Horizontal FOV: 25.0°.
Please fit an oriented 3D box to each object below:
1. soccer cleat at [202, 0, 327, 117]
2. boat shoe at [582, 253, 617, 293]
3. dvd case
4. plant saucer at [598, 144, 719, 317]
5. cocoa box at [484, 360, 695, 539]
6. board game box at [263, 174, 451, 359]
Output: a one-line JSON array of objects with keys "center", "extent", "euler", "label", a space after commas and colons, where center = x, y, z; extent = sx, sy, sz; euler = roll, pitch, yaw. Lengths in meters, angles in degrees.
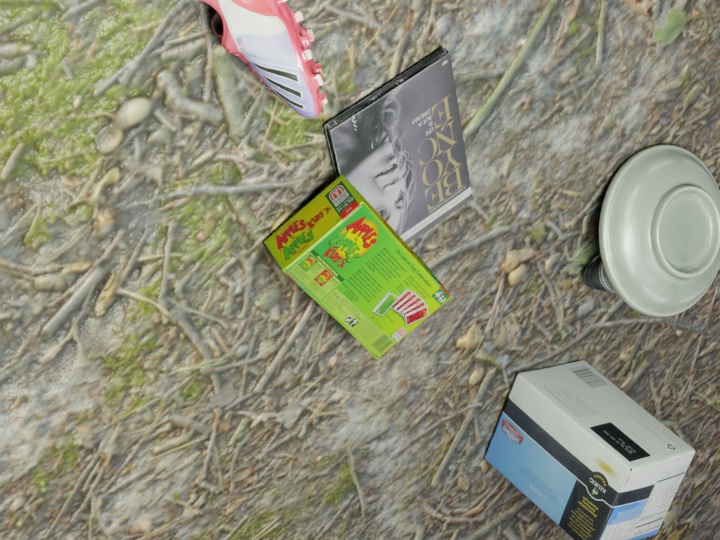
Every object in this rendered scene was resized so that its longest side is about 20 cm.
[{"center": [-0.084, -0.197, 1.383], "extent": [0.076, 0.067, 0.200], "euler": [-16, 146, 7], "label": "soccer cleat"}, {"center": [0.349, -0.023, 1.942], "extent": [0.199, 0.068, 0.072], "euler": [-28, 101, -30], "label": "boat shoe"}, {"center": [0.042, -0.105, 1.608], "extent": [0.148, 0.016, 0.201], "euler": [-35, 140, -19], "label": "dvd case"}, {"center": [0.364, -0.045, 1.878], "extent": [0.199, 0.050, 0.202], "euler": [-2, 94, -33], "label": "plant saucer"}, {"center": [0.274, 0.223, 1.960], "extent": [0.133, 0.200, 0.132], "euler": [-7, 126, -42], "label": "cocoa box"}, {"center": [0.000, 0.000, 1.608], "extent": [0.101, 0.048, 0.200], "euler": [-40, 140, 4], "label": "board game box"}]
